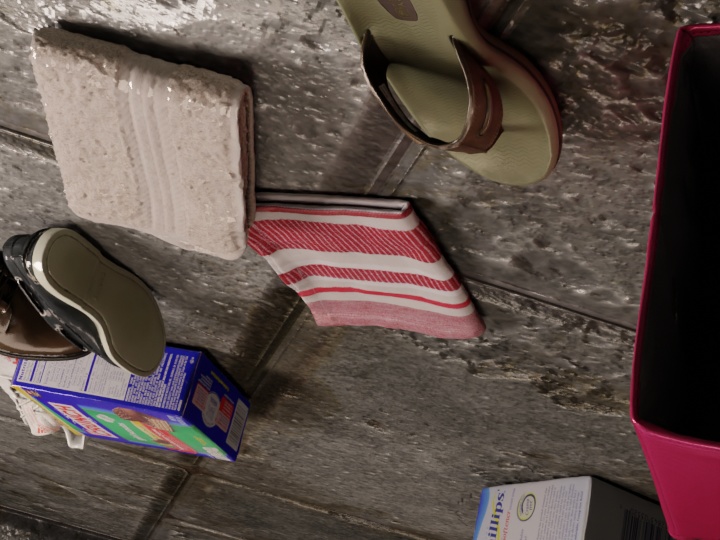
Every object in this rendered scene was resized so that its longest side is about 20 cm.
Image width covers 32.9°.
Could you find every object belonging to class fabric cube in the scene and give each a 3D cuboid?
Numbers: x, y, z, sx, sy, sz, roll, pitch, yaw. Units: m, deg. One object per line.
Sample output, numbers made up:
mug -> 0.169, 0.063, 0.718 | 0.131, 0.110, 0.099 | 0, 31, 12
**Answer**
fabric cube -> 0.240, 0.023, 0.562 | 0.196, 0.200, 0.199 | 5, 157, 20

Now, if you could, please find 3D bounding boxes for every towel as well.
towel -> 0.000, 0.000, 0.896 | 0.144, 0.023, 0.200 | 4, 156, 23
towel -> -0.131, -0.070, 0.764 | 0.132, 0.035, 0.200 | 16, 153, 5

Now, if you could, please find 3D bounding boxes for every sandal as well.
sandal -> 0.034, -0.093, 0.598 | 0.080, 0.057, 0.201 | -1, 154, 34

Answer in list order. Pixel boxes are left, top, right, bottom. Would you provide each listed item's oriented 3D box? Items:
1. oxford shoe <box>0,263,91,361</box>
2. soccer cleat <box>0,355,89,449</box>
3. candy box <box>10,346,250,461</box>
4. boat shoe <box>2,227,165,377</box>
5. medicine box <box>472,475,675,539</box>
oxford shoe -> -0.328, 0.028, 1.103 | 0.200, 0.073, 0.084 | 21, 156, -16
soccer cleat -> -0.364, 0.138, 1.372 | 0.069, 0.085, 0.200 | 0, 154, 32
candy box -> -0.240, 0.132, 1.290 | 0.200, 0.077, 0.169 | 8, 158, 18
boat shoe -> -0.237, 0.028, 1.043 | 0.066, 0.075, 0.199 | 6, 156, 27
medicine box -> 0.257, 0.317, 1.395 | 0.182, 0.103, 0.200 | 25, 155, -24
